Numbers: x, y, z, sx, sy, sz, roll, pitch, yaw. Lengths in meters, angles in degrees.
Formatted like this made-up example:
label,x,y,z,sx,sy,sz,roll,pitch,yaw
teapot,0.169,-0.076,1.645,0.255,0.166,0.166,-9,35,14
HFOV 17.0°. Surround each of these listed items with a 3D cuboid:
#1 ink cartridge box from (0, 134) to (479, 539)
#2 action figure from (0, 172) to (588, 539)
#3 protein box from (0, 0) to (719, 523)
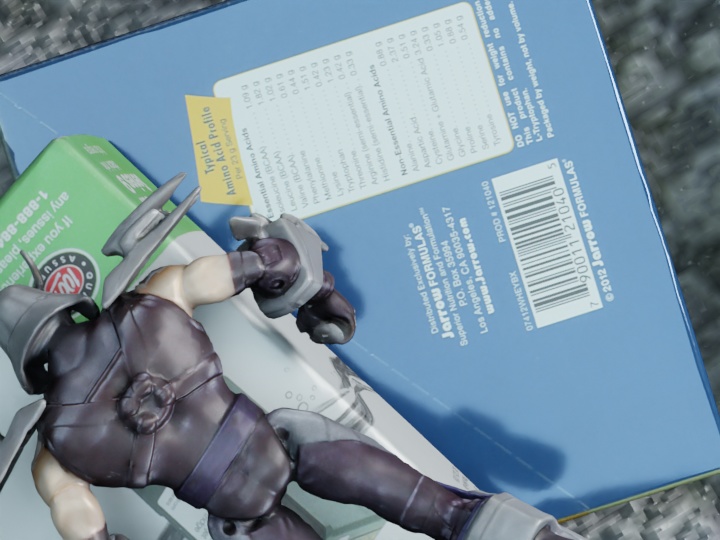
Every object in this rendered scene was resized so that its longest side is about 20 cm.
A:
label,x,y,z,sx,sy,sz,roll,pitch,yaw
ink cartridge box,-0.060,0.078,0.737,0.200,0.084,0.146,42,92,0
action figure,-0.026,0.059,0.663,0.199,0.069,0.131,33,96,4
protein box,0.000,0.000,0.844,0.199,0.135,0.200,-18,91,2
